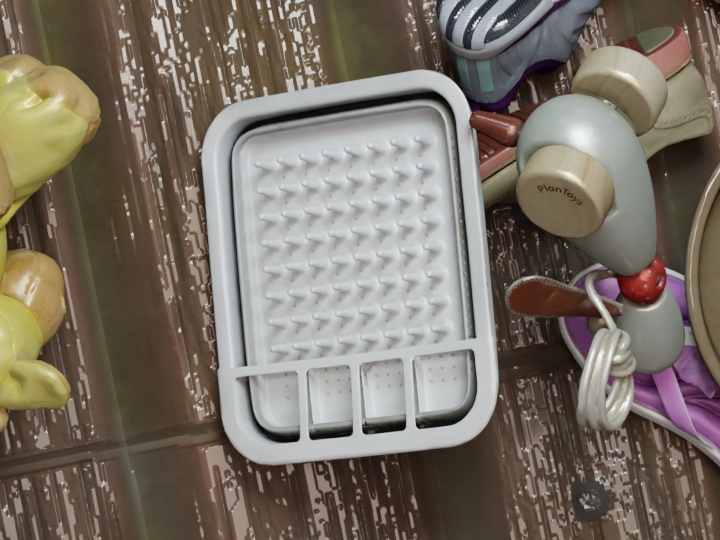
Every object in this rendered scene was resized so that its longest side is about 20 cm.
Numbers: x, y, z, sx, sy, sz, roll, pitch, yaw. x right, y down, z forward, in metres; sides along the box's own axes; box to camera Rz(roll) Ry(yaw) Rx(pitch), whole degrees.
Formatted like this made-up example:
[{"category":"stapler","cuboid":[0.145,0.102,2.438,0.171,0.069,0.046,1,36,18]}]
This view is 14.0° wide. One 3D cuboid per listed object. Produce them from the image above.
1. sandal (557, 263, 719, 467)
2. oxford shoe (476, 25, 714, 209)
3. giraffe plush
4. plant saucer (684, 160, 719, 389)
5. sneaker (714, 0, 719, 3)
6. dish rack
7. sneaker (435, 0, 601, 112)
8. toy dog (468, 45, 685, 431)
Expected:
[{"category":"sandal","cuboid":[0.202,0.064,1.640,0.202,0.050,0.083,38,81,-3]},{"category":"oxford shoe","cuboid":[0.109,-0.057,1.630,0.199,0.070,0.075,-30,108,-2]},{"category":"giraffe plush","cuboid":[-0.214,0.000,1.547,0.199,0.172,0.163,-32,112,-20]},{"category":"plant saucer","cuboid":[0.265,0.000,1.623,0.199,0.029,0.202,-1,94,-20]},{"category":"sneaker","cuboid":[0.259,-0.168,1.655,0.200,0.077,0.091,43,72,-21]},{"category":"dish rack","cuboid":[0.000,0.000,1.590,0.171,0.043,0.202,-8,85,29]},{"category":"sneaker","cuboid":[0.114,-0.166,1.652,0.074,0.088,0.200,33,58,30]},{"category":"toy dog","cuboid":[0.112,-0.025,1.552,0.096,0.132,0.201,13,122,29]}]
